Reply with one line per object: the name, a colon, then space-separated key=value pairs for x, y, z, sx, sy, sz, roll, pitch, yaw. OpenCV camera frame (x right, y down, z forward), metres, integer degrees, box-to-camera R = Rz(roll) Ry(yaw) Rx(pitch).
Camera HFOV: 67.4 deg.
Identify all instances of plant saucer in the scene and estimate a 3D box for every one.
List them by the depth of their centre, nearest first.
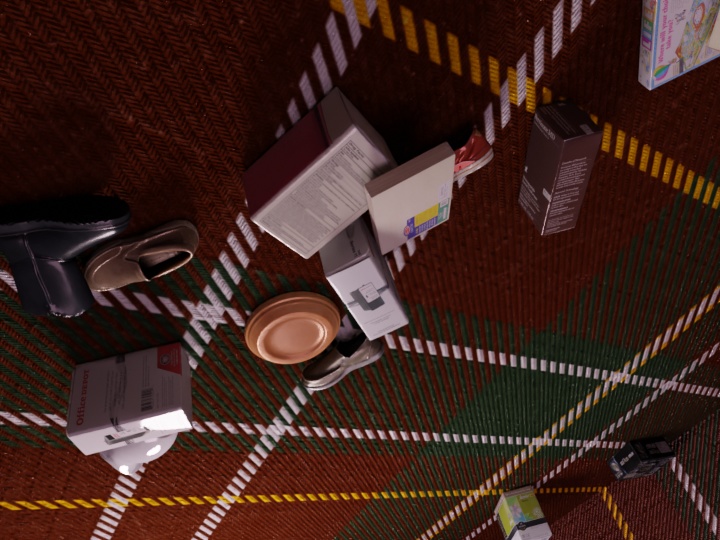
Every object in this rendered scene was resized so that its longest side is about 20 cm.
plant saucer: x=-0.132 y=0.124 z=1.083 sx=0.196 sy=0.038 sz=0.203 roll=-11 pitch=137 yaw=-10

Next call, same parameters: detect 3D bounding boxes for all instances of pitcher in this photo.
pitcher: x=-0.478 y=0.328 z=1.109 sx=0.170 sy=0.123 sz=0.199 roll=35 pitch=127 yaw=-25

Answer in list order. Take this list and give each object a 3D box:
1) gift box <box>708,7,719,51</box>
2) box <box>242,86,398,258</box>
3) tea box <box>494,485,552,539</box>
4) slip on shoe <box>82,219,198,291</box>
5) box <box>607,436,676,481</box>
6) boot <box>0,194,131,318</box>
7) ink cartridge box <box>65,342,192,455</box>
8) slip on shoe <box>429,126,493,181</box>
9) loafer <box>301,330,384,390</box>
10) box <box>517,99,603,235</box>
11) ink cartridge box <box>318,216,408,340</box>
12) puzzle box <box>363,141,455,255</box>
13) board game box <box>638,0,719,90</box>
gift box: x=0.603 y=-0.383 z=0.712 sx=0.198 sy=0.184 sz=0.189 roll=-34 pitch=139 yaw=-20
box: x=-0.058 y=-0.138 z=0.791 sx=0.199 sy=0.110 sz=0.127 roll=-37 pitch=136 yaw=17
tea box: x=0.645 y=1.008 z=2.165 sx=0.131 sy=0.199 sz=0.202 roll=-10 pitch=138 yaw=-9
slip on shoe: x=-0.344 y=-0.011 z=0.844 sx=0.196 sy=0.061 sz=0.077 roll=-21 pitch=138 yaw=0
box: x=1.138 y=0.765 z=2.193 sx=0.195 sy=0.087 sz=0.166 roll=0 pitch=134 yaw=-21
boot: x=-0.416 y=-0.016 z=0.788 sx=0.195 sy=0.077 sz=0.171 roll=-6 pitch=128 yaw=-6
ink cartridge box: x=-0.420 y=0.234 z=1.001 sx=0.195 sy=0.149 sz=0.084 roll=-12 pitch=140 yaw=-8
slip on shoe: x=0.116 y=-0.163 z=0.873 sx=0.197 sy=0.074 sz=0.062 roll=-29 pitch=113 yaw=12
loafer: x=-0.047 y=0.184 z=1.161 sx=0.197 sy=0.076 sz=0.070 roll=-29 pitch=126 yaw=3
box: x=0.332 y=-0.170 z=0.918 sx=0.073 sy=0.101 sz=0.202 roll=-12 pitch=137 yaw=-8
ink cartridge box: x=0.000 y=0.000 z=0.928 sx=0.082 sy=0.148 sz=0.201 roll=-24 pitch=137 yaw=7
puzzle box: x=0.076 y=-0.100 z=0.813 sx=0.131 sy=0.026 sz=0.201 roll=-28 pitch=159 yaw=-5
board game box: x=0.489 y=-0.390 z=0.804 sx=0.132 sy=0.035 sz=0.201 roll=-25 pitch=137 yaw=4
